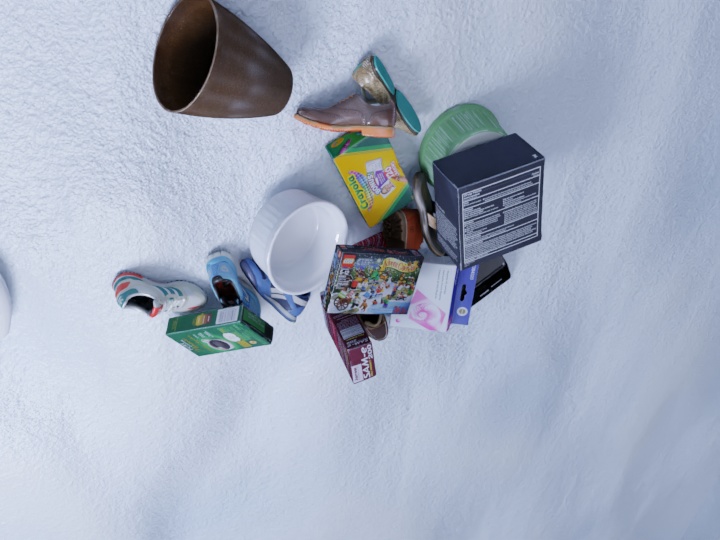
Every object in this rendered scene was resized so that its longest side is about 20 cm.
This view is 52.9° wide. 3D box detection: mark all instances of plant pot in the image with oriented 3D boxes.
[{"bbox_3d":[-0.214,-0.333,1.209,0.197,0.188,0.189,8,123,-47],"label":"plant pot"}]

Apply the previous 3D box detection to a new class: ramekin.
[{"bbox_3d":[0.229,-0.236,1.526,0.195,0.098,0.204,-13,129,-16],"label":"ramekin"},{"bbox_3d":[-0.129,-0.063,1.457,0.198,0.097,0.205,-24,131,-31],"label":"ramekin"}]

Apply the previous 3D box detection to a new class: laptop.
[{"bbox_3d":[0.267,0.004,1.787,0.176,0.104,0.200,-36,157,5],"label":"laptop"}]

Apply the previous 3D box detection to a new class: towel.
[{"bbox_3d":[0.000,0.000,1.572,0.199,0.022,0.148,-28,136,-53],"label":"towel"}]

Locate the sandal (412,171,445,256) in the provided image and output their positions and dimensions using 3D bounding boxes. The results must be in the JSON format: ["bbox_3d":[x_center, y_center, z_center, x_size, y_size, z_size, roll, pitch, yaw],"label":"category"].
[{"bbox_3d":[0.159,-0.120,1.556,0.053,0.082,0.204,-7,116,20],"label":"sandal"}]

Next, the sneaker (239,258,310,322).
[{"bbox_3d":[-0.182,0.027,1.553,0.082,0.074,0.200,-44,131,-1],"label":"sneaker"}]

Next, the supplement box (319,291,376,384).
[{"bbox_3d":[-0.029,0.141,1.621,0.060,0.201,0.111,-18,132,-11],"label":"supplement box"}]

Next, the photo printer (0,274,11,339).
[{"bbox_3d":[-0.744,0.066,1.313,0.195,0.070,0.170,-8,128,-19],"label":"photo printer"}]

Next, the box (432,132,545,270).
[{"bbox_3d":[0.258,-0.141,1.462,0.196,0.124,0.202,-19,131,-13],"label":"box"}]

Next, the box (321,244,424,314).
[{"bbox_3d":[0.026,0.021,1.502,0.196,0.038,0.140,2,116,-29],"label":"box"}]

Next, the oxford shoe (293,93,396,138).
[{"bbox_3d":[-0.028,-0.297,1.365,0.194,0.071,0.075,6,102,-2],"label":"oxford shoe"}]

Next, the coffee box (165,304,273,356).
[{"bbox_3d":[-0.296,0.127,1.518,0.196,0.045,0.123,-12,147,26],"label":"coffee box"}]

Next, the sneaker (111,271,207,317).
[{"bbox_3d":[-0.400,0.066,1.460,0.196,0.094,0.071,14,119,-33],"label":"sneaker"}]

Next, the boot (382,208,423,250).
[{"bbox_3d":[0.103,-0.040,1.605,0.106,0.074,0.205,-16,117,-45],"label":"boot"}]

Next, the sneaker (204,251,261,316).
[{"bbox_3d":[-0.270,0.061,1.514,0.077,0.091,0.202,-20,130,8],"label":"sneaker"}]

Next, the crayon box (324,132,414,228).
[{"bbox_3d":[0.022,-0.199,1.483,0.117,0.059,0.202,-31,132,0],"label":"crayon box"}]

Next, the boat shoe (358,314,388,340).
[{"bbox_3d":[0.022,0.110,1.708,0.071,0.072,0.202,-27,132,-3],"label":"boat shoe"}]

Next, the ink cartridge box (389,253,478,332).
[{"bbox_3d":[0.172,0.055,1.709,0.194,0.044,0.200,6,126,4],"label":"ink cartridge box"}]

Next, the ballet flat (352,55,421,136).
[{"bbox_3d":[0.048,-0.331,1.404,0.064,0.072,0.200,-18,134,25],"label":"ballet flat"}]
